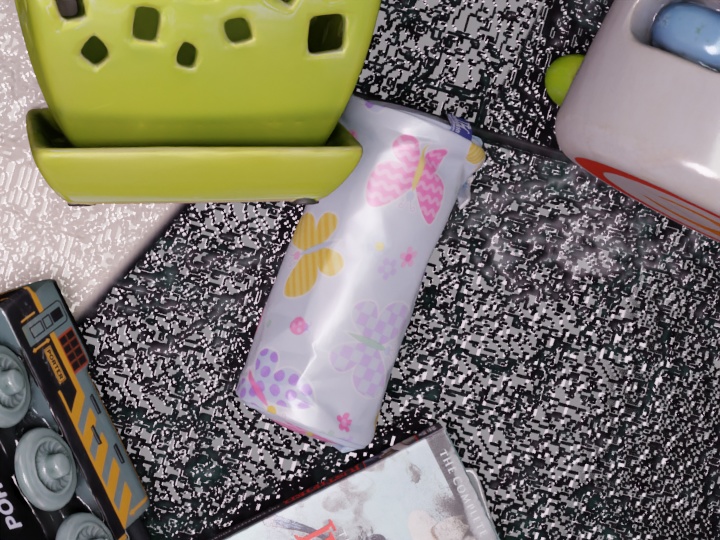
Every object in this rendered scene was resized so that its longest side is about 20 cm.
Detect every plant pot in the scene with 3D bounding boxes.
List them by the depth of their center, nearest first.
[{"bbox_3d":[-0.092,-0.134,1.370,0.199,0.200,0.182,-1,100,-9],"label":"plant pot"}]

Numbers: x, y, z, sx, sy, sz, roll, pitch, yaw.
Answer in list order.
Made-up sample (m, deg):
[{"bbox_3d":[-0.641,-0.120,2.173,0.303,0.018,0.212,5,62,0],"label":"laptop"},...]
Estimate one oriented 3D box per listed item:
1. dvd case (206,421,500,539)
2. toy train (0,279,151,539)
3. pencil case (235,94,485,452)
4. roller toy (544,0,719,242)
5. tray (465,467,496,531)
[{"bbox_3d":[-0.011,0.196,1.469,0.200,0.022,0.146,-26,97,-4],"label":"dvd case"},{"bbox_3d":[-0.179,0.100,1.415,0.085,0.114,0.200,-18,104,32],"label":"toy train"},{"bbox_3d":[0.000,0.000,1.448,0.091,0.083,0.200,22,90,-47],"label":"pencil case"},{"bbox_3d":[0.216,-0.092,1.421,0.200,0.182,0.140,27,89,-9],"label":"roller toy"},{"bbox_3d":[0.046,0.224,1.501,0.107,0.022,0.200,-19,97,-8],"label":"tray"}]
